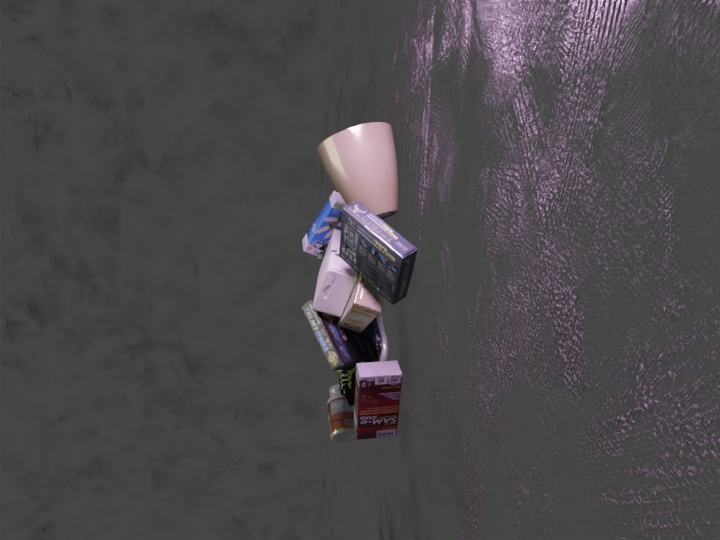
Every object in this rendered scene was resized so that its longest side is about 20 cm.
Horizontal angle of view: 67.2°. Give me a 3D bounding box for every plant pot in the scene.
[{"bbox_3d":[0.015,-0.221,1.295,0.187,0.187,0.200,140,113,-78],"label":"plant pot"}]

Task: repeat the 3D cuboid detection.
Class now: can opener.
[{"bbox_3d":[-0.037,-0.076,1.572,0.053,0.200,0.067,9,-115,-59],"label":"can opener"}]

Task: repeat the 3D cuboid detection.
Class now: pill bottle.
[{"bbox_3d":[-0.067,0.537,2.050,0.112,0.112,0.200,99,166,-49],"label":"pill bottle"}]

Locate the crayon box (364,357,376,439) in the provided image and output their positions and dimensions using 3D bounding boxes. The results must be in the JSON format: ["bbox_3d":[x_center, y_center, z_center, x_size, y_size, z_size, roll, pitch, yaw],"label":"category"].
[{"bbox_3d":[0.037,0.369,1.579,0.126,0.052,0.200,-117,27,-69],"label":"crayon box"}]

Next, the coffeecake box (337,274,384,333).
[{"bbox_3d":[0.011,0.058,1.418,0.200,0.073,0.154,124,164,-64],"label":"coffeecake box"}]

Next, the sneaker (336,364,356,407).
[{"bbox_3d":[-0.029,0.335,1.619,0.083,0.072,0.200,-72,-28,-46],"label":"sneaker"}]

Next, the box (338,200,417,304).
[{"bbox_3d":[0.034,-0.041,1.236,0.200,0.051,0.158,41,146,29],"label":"box"}]

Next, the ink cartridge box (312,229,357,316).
[{"bbox_3d":[-0.063,0.006,1.466,0.200,0.084,0.146,-86,16,-55],"label":"ink cartridge box"}]

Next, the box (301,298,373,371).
[{"bbox_3d":[-0.051,0.168,1.518,0.050,0.198,0.200,-37,72,29],"label":"box"}]

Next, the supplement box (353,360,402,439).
[{"bbox_3d":[0.041,0.329,1.370,0.061,0.109,0.200,-111,20,-61],"label":"supplement box"}]

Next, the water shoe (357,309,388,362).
[{"bbox_3d":[0.027,0.180,1.513,0.072,0.079,0.200,100,165,-52],"label":"water shoe"}]

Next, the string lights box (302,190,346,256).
[{"bbox_3d":[-0.083,-0.130,1.626,0.200,0.103,0.059,-54,30,29],"label":"string lights box"}]
